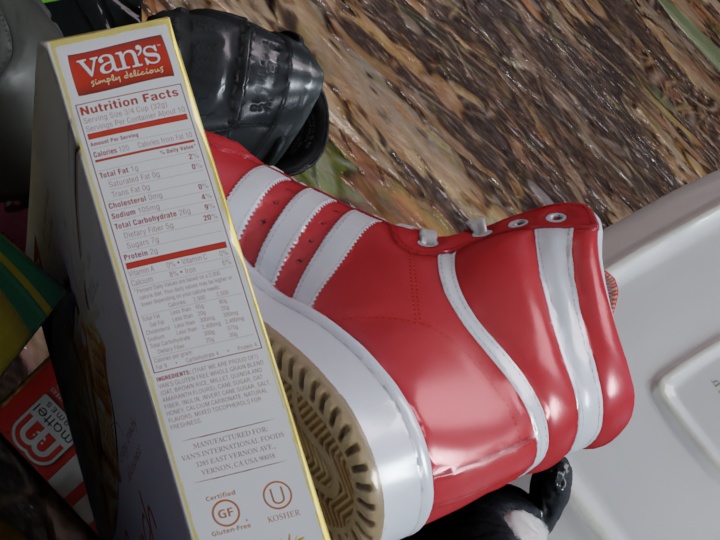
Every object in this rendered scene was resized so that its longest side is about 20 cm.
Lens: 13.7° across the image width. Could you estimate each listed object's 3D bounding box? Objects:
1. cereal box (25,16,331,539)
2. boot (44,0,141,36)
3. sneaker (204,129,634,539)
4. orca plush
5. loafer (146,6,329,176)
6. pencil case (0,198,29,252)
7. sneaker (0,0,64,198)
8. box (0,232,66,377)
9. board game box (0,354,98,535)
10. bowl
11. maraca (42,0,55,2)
[{"bbox_3d":[-0.045,0.055,0.772,0.144,0.039,0.201,108,-34,-65],"label":"cereal box"},{"bbox_3d":[-0.123,-0.117,1.121,0.073,0.199,0.162,2,-6,-9],"label":"boot"},{"bbox_3d":[0.000,0.000,0.872,0.112,0.071,0.200,-17,42,-24],"label":"sneaker"},{"bbox_3d":[0.008,0.099,0.837,0.071,0.106,0.200,23,23,-4],"label":"orca plush"},{"bbox_3d":[-0.047,-0.052,1.118,0.070,0.068,0.201,8,-9,-2],"label":"loafer"},{"bbox_3d":[-0.157,-0.063,0.925,0.200,0.083,0.087,39,25,-31],"label":"pencil case"},{"bbox_3d":[-0.145,-0.078,0.821,0.200,0.076,0.091,38,1,-33],"label":"sneaker"},{"bbox_3d":[-0.173,-0.040,0.798,0.200,0.048,0.117,39,-10,-8],"label":"box"},{"bbox_3d":[-0.032,0.064,1.008,0.152,0.046,0.200,47,16,-2],"label":"board game box"},{"bbox_3d":[0.122,0.057,0.963,0.200,0.199,0.075,54,-14,29],"label":"bowl"},{"bbox_3d":[-0.137,-0.165,0.971,0.200,0.138,0.107,28,3,-32],"label":"maraca"}]
